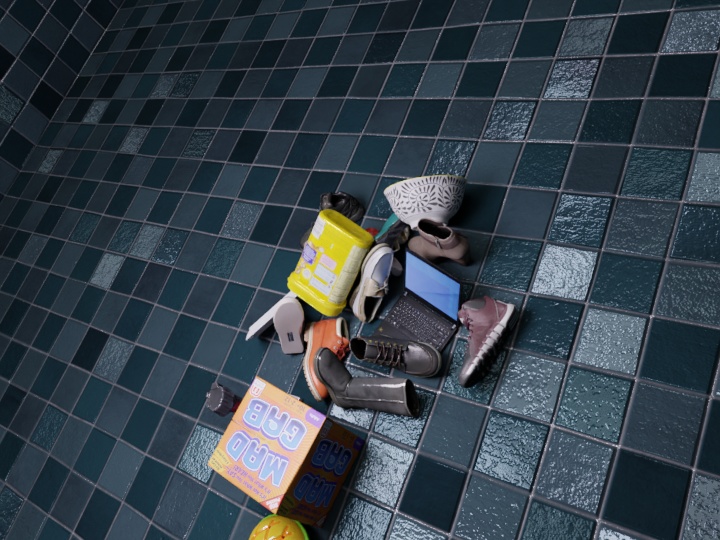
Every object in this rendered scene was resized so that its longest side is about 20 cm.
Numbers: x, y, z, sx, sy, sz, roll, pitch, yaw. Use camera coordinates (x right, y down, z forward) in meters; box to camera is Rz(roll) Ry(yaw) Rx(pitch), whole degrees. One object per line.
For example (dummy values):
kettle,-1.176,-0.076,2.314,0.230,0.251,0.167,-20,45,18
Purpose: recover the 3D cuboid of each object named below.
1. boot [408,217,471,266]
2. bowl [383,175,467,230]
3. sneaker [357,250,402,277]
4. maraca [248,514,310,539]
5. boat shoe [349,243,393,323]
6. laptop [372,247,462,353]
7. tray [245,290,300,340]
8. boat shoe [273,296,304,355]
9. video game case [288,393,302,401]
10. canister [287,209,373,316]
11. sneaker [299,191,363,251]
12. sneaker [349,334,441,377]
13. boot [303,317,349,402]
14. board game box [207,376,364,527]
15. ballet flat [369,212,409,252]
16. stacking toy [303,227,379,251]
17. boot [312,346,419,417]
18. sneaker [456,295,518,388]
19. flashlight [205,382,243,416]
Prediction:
boot,0.163,-0.071,1.473,0.197,0.146,0.071,16,73,38
bowl,0.155,-0.148,1.521,0.197,0.200,0.097,-9,82,27
sneaker,0.000,0.000,1.584,0.196,0.076,0.116,20,113,9
maraca,-0.150,0.575,1.317,0.197,0.107,0.139,18,73,38
boat shoe,0.035,0.032,1.497,0.069,0.073,0.203,57,140,39
laptop,0.119,0.088,1.436,0.176,0.103,0.201,33,83,41
tray,-0.205,0.099,1.637,0.199,0.107,0.022,-41,85,5
boat shoe,-0.169,0.108,1.555,0.073,0.202,0.094,-2,48,-6
video game case,-0.228,0.380,1.539,0.141,0.017,0.203,8,68,35
canister,-0.068,-0.019,1.512,0.147,0.086,0.203,33,116,14
sneaker,-0.096,-0.134,1.697,0.198,0.114,0.077,-34,48,13
sneaker,0.071,0.184,1.393,0.197,0.105,0.077,7,91,43
boot,-0.073,0.200,1.515,0.105,0.075,0.204,-15,55,18
board game box,-0.149,0.377,1.360,0.197,0.200,0.202,21,74,33
ballet flat,0.077,-0.084,1.574,0.072,0.074,0.200,-6,25,29
stacking toy,-0.040,-0.058,1.643,0.196,0.086,0.087,-14,56,19
boot,0.012,0.237,1.380,0.197,0.183,0.073,2,45,40
sneaker,0.232,0.138,1.352,0.114,0.076,0.201,28,70,32
flashlight,-0.263,0.319,1.454,0.067,0.200,0.069,24,77,37
